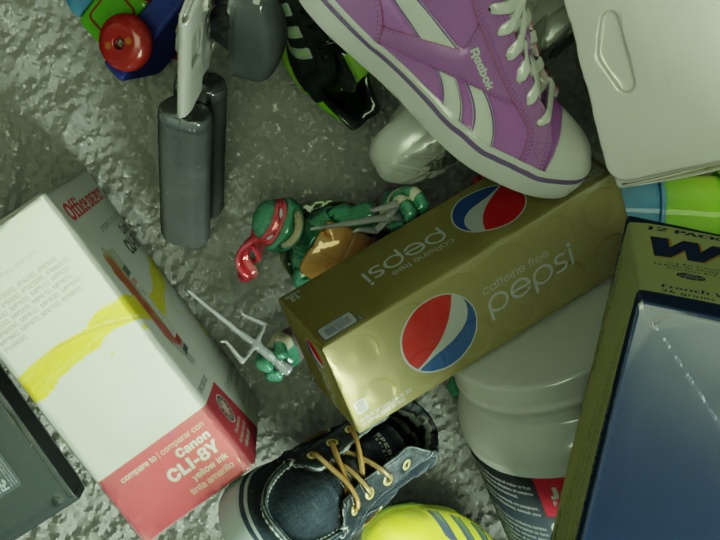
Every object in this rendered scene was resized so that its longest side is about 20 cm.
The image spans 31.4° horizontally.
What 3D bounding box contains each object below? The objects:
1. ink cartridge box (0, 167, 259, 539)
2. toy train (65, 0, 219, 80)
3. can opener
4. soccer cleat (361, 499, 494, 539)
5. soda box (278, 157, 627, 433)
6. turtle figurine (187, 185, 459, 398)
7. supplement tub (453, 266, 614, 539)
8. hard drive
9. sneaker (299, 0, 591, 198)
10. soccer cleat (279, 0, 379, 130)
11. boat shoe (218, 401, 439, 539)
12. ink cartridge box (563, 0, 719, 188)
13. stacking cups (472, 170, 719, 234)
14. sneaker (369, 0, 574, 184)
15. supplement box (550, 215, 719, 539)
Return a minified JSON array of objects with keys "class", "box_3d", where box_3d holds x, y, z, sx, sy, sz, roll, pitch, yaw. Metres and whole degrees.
[{"class":"ink cartridge box","box_3d":[-0.152,0.044,0.786,0.083,0.145,0.200,-35,100,4]},{"class":"toy train","box_3d":[-0.106,-0.218,0.754,0.116,0.085,0.200,47,116,4]},{"class":"can opener","box_3d":[-0.083,-0.088,0.754,0.067,0.053,0.200,16,140,6]},{"class":"soccer cleat","box_3d":[0.083,0.219,0.838,0.065,0.084,0.200,-46,115,7]},{"class":"soda box","box_3d":[0.059,0.005,0.743,0.200,0.064,0.068,-30,125,-12]},{"class":"turtle figurine","box_3d":[0.000,0.000,0.807,0.199,0.101,0.150,23,118,-23]},{"class":"supplement tub","box_3d":[0.142,0.111,0.790,0.140,0.140,0.201,-23,118,2]},{"class":"hard drive","box_3d":[-0.307,0.146,0.856,0.200,0.033,0.140,-32,100,4]},{"class":"sneaker","box_3d":[0.072,-0.122,0.658,0.200,0.073,0.114,36,128,-24]},{"class":"soccer cleat","box_3d":[-0.019,-0.154,0.733,0.067,0.200,0.081,-36,68,-9]},{"class":"boat shoe","box_3d":[-0.014,0.124,0.777,0.091,0.200,0.071,-39,85,15]},{"class":"ink cartridge box","box_3d":[0.189,-0.144,0.731,0.082,0.200,0.147,-11,103,28]},{"class":"stacking cups","box_3d":[0.171,-0.034,0.829,0.199,0.061,0.061,-1,101,0]},{"class":"sneaker","box_3d":[0.060,-0.138,0.787,0.099,0.078,0.200,41,69,6]},{"class":"supplement box","box_3d":[0.167,0.098,0.589,0.134,0.200,0.201,13,103,8]}]
